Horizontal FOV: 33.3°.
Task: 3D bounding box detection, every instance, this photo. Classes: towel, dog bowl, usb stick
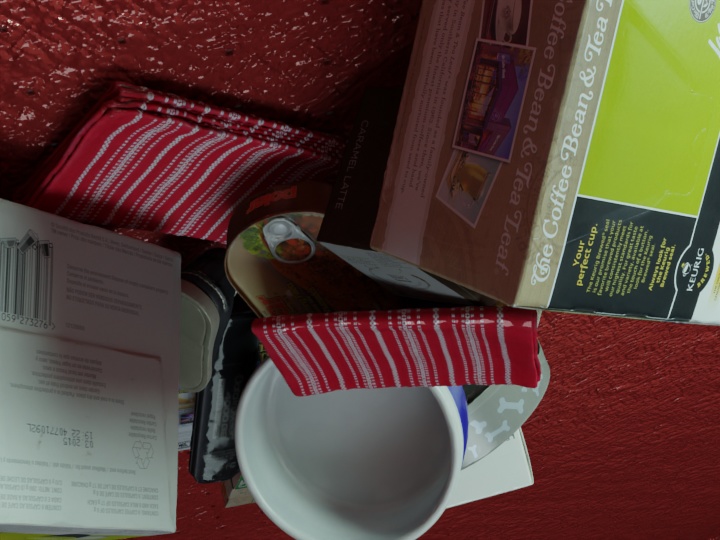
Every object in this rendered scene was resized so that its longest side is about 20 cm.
[{"bbox_3d":[0.031,0.060,0.870,0.197,0.023,0.145,-3,157,7],"label":"towel"},{"bbox_3d":[-0.006,0.140,1.051,0.198,0.202,0.079,-22,-173,17],"label":"dog bowl"},{"bbox_3d":[-0.120,-0.064,0.828,0.199,0.023,0.144,8,147,-41],"label":"towel"},{"bbox_3d":[0.098,0.123,1.174,0.199,0.059,0.200,-37,-167,10],"label":"dog bowl"},{"bbox_3d":[-0.124,0.111,1.097,0.055,0.033,0.202,-6,125,-24],"label":"usb stick"}]

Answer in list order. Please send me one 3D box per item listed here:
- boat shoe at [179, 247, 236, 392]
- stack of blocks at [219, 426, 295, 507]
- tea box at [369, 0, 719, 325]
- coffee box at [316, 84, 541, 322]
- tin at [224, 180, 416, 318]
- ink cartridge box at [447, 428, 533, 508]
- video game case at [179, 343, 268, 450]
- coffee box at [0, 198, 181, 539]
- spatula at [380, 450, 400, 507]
[{"bbox_3d":[-0.137,0.043,1.002,0.063,0.072,0.200,-54,178,-29],"label":"boat shoe"},{"bbox_3d":[-0.072,0.171,1.213,0.114,0.059,0.200,-5,153,-21],"label":"stack of blocks"},{"bbox_3d":[0.135,-0.085,0.695,0.195,0.202,0.133,7,-170,-39],"label":"tea box"},{"bbox_3d":[0.065,-0.033,0.839,0.079,0.116,0.200,9,167,33],"label":"coffee box"},{"bbox_3d":[-0.025,0.009,0.888,0.111,0.042,0.200,-20,138,13],"label":"tin"},{"bbox_3d":[0.104,0.192,1.338,0.144,0.085,0.200,-16,-174,3],"label":"ink cartridge box"},{"bbox_3d":[-0.104,0.117,1.207,0.198,0.046,0.182,-9,155,-14],"label":"video game case"},{"bbox_3d":[-0.259,0.082,0.814,0.196,0.202,0.199,-14,160,34],"label":"coffee box"},{"bbox_3d":[0.003,0.124,1.115,0.056,0.203,0.020,-6,175,27],"label":"spatula"}]
